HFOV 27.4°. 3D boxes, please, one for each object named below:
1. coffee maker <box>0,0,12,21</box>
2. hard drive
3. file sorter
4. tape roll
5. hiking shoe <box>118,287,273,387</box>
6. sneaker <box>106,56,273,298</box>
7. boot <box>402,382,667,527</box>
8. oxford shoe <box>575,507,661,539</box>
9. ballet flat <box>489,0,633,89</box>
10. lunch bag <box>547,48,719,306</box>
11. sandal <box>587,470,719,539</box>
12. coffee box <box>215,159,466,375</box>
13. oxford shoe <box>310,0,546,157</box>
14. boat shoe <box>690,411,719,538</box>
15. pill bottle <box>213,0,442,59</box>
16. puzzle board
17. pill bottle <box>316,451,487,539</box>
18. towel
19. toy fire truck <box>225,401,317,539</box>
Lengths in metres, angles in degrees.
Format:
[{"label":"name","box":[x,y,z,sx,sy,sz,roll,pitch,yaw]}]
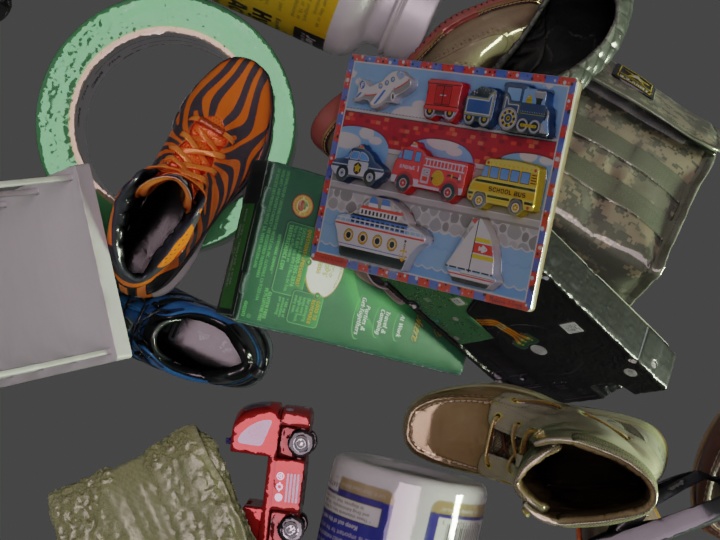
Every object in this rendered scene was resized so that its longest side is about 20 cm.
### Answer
[{"label":"coffee maker","box":[-0.303,-0.290,1.113,0.192,0.135,0.200,1,89,-1]},{"label":"hard drive","box":[0.115,0.027,1.069,0.200,0.140,0.038,40,56,-28]},{"label":"file sorter","box":[-0.282,0.018,1.057,0.124,0.200,0.139,-10,87,-43]},{"label":"tape roll","box":[-0.149,-0.112,1.151,0.200,0.048,0.201,0,89,0]},{"label":"hiking shoe","box":[-0.163,0.035,1.127,0.200,0.087,0.075,16,88,0]},{"label":"sneaker","box":[-0.118,-0.071,1.066,0.077,0.112,0.200,25,81,-2]},{"label":"boot","box":[0.116,0.131,1.053,0.200,0.155,0.072,8,96,13]},{"label":"oxford shoe","box":[0.213,0.239,1.125,0.071,0.073,0.200,-15,80,1]},{"label":"ballet flat","box":[0.144,-0.163,1.041,0.066,0.057,0.200,25,61,15]},{"label":"lunch bag","box":[0.173,-0.085,1.107,0.164,0.118,0.200,31,58,1]},{"label":"sandal","box":[0.209,0.180,1.078,0.200,0.076,0.043,-19,75,-8]},{"label":"coffee box","box":[0.000,0.000,1.111,0.200,0.044,0.123,14,89,-26]},{"label":"oxford shoe","box":[0.064,-0.128,1.092,0.200,0.070,0.075,-36,60,1]},{"label":"boat shoe","box":[0.315,0.116,1.137,0.070,0.070,0.200,23,90,-3]},{"label":"pill bottle","box":[-0.035,-0.231,1.123,0.200,0.111,0.111,24,88,1]},{"label":"puzzle board","box":[0.049,-0.064,0.995,0.200,0.017,0.151,14,93,43]},{"label":"pill bottle","box":[0.018,0.246,1.106,0.120,0.120,0.200,13,88,0]},{"label":"towel","box":[-0.139,0.230,1.095,0.148,0.036,0.200,-26,81,4]},{"label":"toy fire truck","box":[-0.112,0.197,1.142,0.141,0.049,0.200,6,87,2]}]
